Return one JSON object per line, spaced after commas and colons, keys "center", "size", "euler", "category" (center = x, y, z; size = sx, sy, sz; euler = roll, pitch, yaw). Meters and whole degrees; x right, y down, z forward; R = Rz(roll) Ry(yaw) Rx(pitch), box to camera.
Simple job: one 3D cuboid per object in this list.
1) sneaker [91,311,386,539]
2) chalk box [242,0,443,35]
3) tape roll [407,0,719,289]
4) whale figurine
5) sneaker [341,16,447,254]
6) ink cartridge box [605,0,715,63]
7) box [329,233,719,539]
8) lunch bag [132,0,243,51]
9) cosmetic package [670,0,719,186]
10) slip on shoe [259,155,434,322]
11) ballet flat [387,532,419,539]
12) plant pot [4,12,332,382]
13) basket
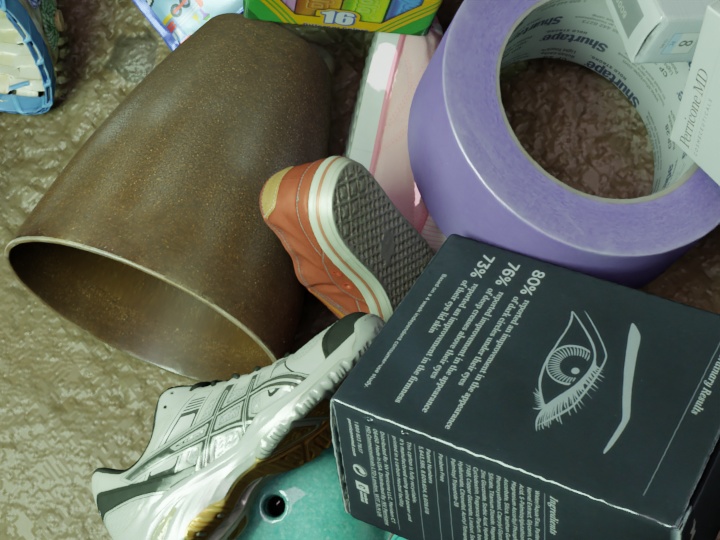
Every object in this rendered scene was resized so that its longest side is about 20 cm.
{"center": [-0.072, 0.083, 0.823], "size": [0.200, 0.076, 0.088], "euler": [-43, 65, -3], "category": "sneaker"}
{"center": [-0.001, -0.229, 0.829], "size": [0.123, 0.200, 0.126], "euler": [4, 78, -6], "category": "chalk box"}
{"center": [0.133, -0.088, 0.876], "size": [0.198, 0.085, 0.202], "euler": [4, 70, -12], "category": "tape roll"}
{"center": [-0.031, 0.180, 0.884], "size": [0.158, 0.104, 0.202], "euler": [-16, 77, 8], "category": "whale figurine"}
{"center": [0.046, -0.099, 0.947], "size": [0.104, 0.075, 0.202], "euler": [14, 71, -4], "category": "sneaker"}
{"center": [0.228, -0.205, 0.877], "size": [0.198, 0.047, 0.161], "euler": [-7, 62, -21], "category": "ink cartridge box"}
{"center": [0.105, 0.086, 0.795], "size": [0.199, 0.105, 0.148], "euler": [19, 49, 25], "category": "box"}
{"center": [-0.109, -0.251, 0.989], "size": [0.150, 0.094, 0.201], "euler": [-40, 79, 18], "category": "lunch bag"}
{"center": [0.263, -0.058, 0.760], "size": [0.081, 0.113, 0.200], "euler": [-29, 58, -20], "category": "cosmetic package"}
{"center": [0.000, 0.000, 0.874], "size": [0.061, 0.200, 0.075], "euler": [5, 61, 29], "category": "slip on shoe"}
{"center": [0.057, 0.235, 0.858], "size": [0.068, 0.067, 0.202], "euler": [0, 100, 40], "category": "ballet flat"}
{"center": [-0.096, -0.055, 0.923], "size": [0.186, 0.187, 0.201], "euler": [18, 68, 15], "category": "plant pot"}
{"center": [-0.279, -0.151, 0.968], "size": [0.138, 0.177, 0.202], "euler": [11, 70, 10], "category": "basket"}
